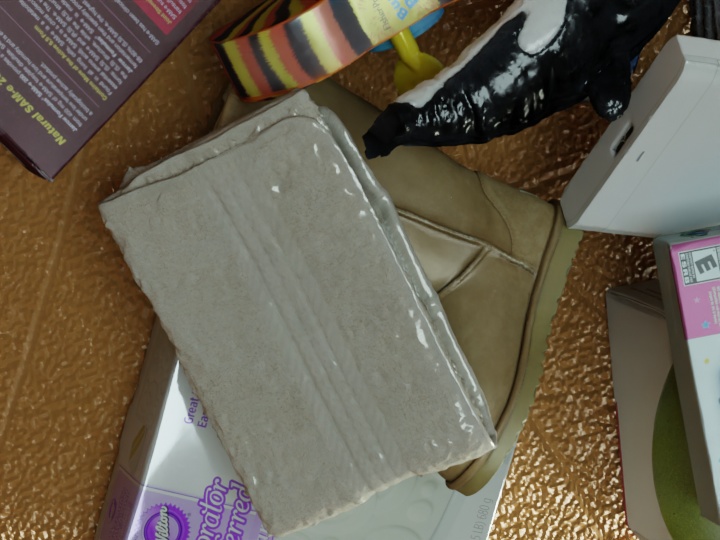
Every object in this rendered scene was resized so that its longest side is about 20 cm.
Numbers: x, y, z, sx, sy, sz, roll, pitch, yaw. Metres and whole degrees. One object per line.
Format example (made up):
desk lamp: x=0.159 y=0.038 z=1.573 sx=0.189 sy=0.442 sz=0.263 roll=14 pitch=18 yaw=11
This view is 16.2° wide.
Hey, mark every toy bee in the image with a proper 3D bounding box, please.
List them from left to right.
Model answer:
toy bee: x=0.023 y=-0.153 z=1.240 sx=0.131 sy=0.109 sz=0.201 roll=40 pitch=77 yaw=-26

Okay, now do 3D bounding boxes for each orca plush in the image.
orca plush: x=0.097 y=-0.102 z=1.217 sx=0.199 sy=0.071 sz=0.106 roll=-28 pitch=146 yaw=-32

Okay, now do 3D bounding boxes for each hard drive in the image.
hard drive: x=0.218 y=-0.060 z=1.298 sx=0.198 sy=0.026 sz=0.132 roll=5 pitch=141 yaw=-24

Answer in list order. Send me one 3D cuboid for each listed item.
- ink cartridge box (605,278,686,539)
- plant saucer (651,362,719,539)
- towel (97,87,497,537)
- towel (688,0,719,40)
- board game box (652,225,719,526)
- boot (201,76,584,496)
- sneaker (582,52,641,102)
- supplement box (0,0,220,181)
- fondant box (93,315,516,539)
ink cartridge box: x=0.247 y=0.069 z=1.411 sx=0.198 sy=0.083 sz=0.148 roll=-10 pitch=103 yaw=-17
plant saucer: x=0.252 y=0.091 z=1.356 sx=0.198 sy=0.031 sz=0.202 roll=-4 pitch=102 yaw=-19
towel: x=-0.032 y=0.022 z=1.239 sx=0.132 sy=0.034 sz=0.201 roll=-24 pitch=97 yaw=19
towel: x=0.259 y=-0.156 z=1.376 sx=0.164 sy=0.086 sz=0.202 roll=-8 pitch=101 yaw=-20
board game box: x=0.261 y=0.038 z=1.286 sx=0.198 sy=0.064 sz=0.149 roll=-11 pitch=91 yaw=-2
boot: x=0.000 y=0.000 z=1.287 sx=0.199 sy=0.066 sz=0.176 roll=25 pitch=63 yaw=-12
sneaker: x=0.130 y=-0.182 z=1.322 sx=0.073 sy=0.082 sz=0.202 roll=5 pitch=98 yaw=-18
supplement box: x=-0.127 y=-0.155 z=1.246 sx=0.200 sy=0.061 sz=0.109 roll=-47 pitch=111 yaw=-7
fondant box: x=-0.027 y=0.109 z=1.334 sx=0.199 sy=0.058 sz=0.145 roll=15 pitch=95 yaw=-21
